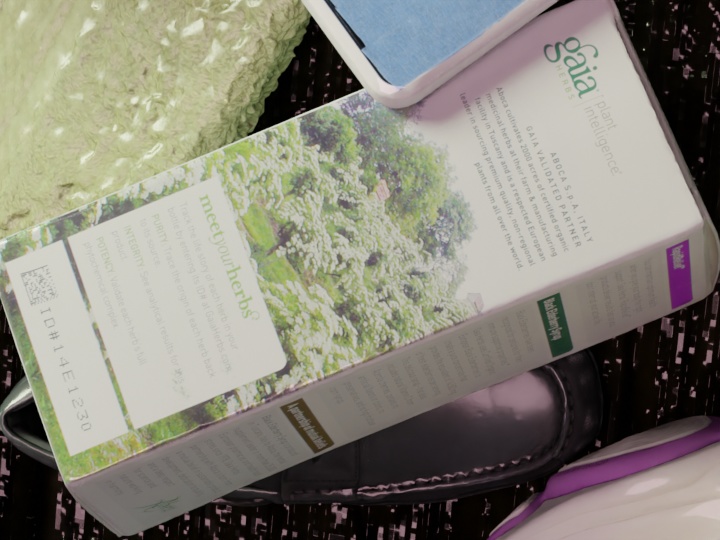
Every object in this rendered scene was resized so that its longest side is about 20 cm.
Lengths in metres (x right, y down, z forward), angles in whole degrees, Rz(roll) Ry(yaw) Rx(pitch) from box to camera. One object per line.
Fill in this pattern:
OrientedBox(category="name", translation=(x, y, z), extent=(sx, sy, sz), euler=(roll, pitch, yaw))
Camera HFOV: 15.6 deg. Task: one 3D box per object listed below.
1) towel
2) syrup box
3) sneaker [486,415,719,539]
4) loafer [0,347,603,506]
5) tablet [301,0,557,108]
OrientedBox(category="towel", translation=(-0.082, -0.095, 0.858), extent=(0.148, 0.036, 0.201), euler=(35, 101, 20))
OrientedBox(category="syrup box", translation=(0.000, 0.000, 0.777), extent=(0.199, 0.081, 0.079), euler=(-22, 72, 1))
OrientedBox(category="sneaker", translation=(0.128, 0.088, 0.783), extent=(0.199, 0.075, 0.100), euler=(-15, 92, 25))
OrientedBox(category="loafer", translation=(-0.022, 0.047, 0.844), extent=(0.199, 0.070, 0.069), euler=(-2, 98, 24))
OrientedBox(category="tablet", translation=(0.053, -0.151, 0.763), extent=(0.199, 0.014, 0.130), euler=(-35, 76, -3))
